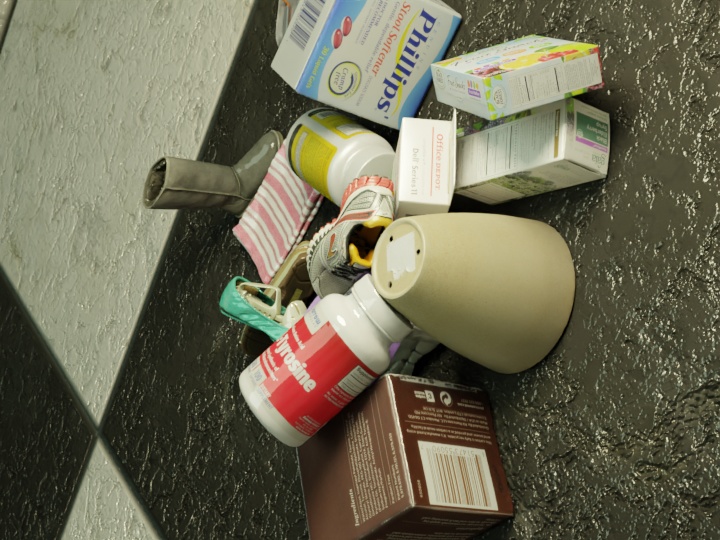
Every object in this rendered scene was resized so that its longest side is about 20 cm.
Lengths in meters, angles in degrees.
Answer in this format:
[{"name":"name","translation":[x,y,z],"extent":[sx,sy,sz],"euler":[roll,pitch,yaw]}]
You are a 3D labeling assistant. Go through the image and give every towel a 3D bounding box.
[{"name":"towel","translation":[-0.129,-0.096,1.900],"extent":[0.202,0.030,0.147],"euler":[-59,43,23]}]

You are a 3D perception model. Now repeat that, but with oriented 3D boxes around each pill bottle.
[{"name":"pill bottle","translation":[-0.038,0.102,1.395],"extent":[0.200,0.112,0.113],"euler":[-42,44,7]},{"name":"pill bottle","translation":[-0.018,-0.152,1.699],"extent":[0.200,0.113,0.116],"euler":[38,110,52]}]

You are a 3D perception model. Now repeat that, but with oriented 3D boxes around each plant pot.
[{"name":"plant pot","translation":[0.116,0.007,1.387],"extent":[0.186,0.198,0.191],"euler":[-24,58,45]}]

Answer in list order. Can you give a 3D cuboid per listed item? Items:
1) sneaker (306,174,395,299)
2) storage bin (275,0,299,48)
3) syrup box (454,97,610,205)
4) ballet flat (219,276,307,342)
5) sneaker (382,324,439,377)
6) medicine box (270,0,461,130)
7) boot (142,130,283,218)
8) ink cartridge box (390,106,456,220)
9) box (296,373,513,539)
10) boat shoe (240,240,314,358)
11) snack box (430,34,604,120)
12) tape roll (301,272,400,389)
[{"name":"sneaker","translation":[-0.014,-0.026,1.482],"extent":[0.201,0.077,0.083],"euler":[118,153,-44]},{"name":"storage bin","translation":[-0.040,-0.425,1.809],"extent":[0.133,0.144,0.204],"euler":[-5,75,42]},{"name":"syrup box","translation":[0.199,-0.141,1.427],"extent":[0.199,0.078,0.083],"euler":[-13,68,51]},{"name":"ballet flat","translation":[-0.120,0.066,1.740],"extent":[0.198,0.067,0.071],"euler":[27,114,19]},{"name":"sneaker","translation":[0.044,0.097,1.588],"extent":[0.200,0.077,0.083],"euler":[-41,30,32]},{"name":"medicine box","translation":[0.008,-0.316,1.642],"extent":[0.184,0.198,0.103],"euler":[-63,36,18]},{"name":"boot","translation":[-0.237,-0.164,1.929],"extent":[0.184,0.198,0.073],"euler":[-61,40,20]},{"name":"ink cartridge box","translation":[0.075,-0.111,1.490],"extent":[0.201,0.066,0.119],"euler":[101,172,-67]},{"name":"box","translation":[0.049,0.249,1.435],"extent":[0.200,0.164,0.167],"euler":[-39,51,39]},{"name":"boat shoe","translation":[-0.121,0.043,1.830],"extent":[0.201,0.071,0.077],"euler":[-52,27,19]},{"name":"snack box","translation":[0.177,-0.228,1.385],"extent":[0.200,0.140,0.054],"euler":[-134,29,-71]},{"name":"tape roll","translation":[-0.022,0.089,1.554],"extent":[0.200,0.065,0.201],"euler":[-47,21,24]}]
